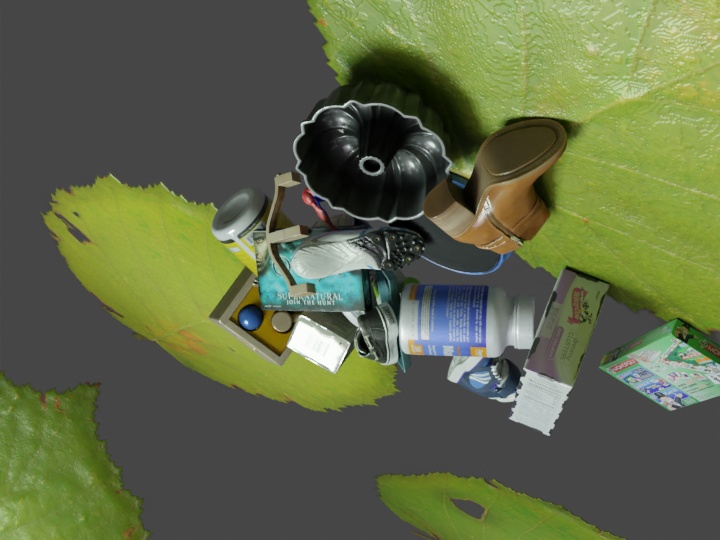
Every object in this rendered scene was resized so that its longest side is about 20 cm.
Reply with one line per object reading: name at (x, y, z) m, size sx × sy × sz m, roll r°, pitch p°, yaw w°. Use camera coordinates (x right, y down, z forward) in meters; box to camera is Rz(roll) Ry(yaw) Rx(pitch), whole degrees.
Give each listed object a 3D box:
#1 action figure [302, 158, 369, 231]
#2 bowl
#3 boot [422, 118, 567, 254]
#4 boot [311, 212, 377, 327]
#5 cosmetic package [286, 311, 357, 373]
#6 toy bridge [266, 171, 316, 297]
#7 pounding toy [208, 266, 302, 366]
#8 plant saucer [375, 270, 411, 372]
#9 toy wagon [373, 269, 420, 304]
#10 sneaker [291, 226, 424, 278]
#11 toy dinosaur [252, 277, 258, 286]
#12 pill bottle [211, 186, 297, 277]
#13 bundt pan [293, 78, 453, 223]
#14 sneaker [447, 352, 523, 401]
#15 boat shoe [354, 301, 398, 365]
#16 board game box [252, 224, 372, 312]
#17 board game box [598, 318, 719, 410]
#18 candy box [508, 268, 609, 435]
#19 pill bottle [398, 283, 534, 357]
action figure at (-0.018, -0.113, 1.230) m, size 0.099 × 0.065 × 0.200 m, roll 45°, pitch 153°, yaw -15°
bowl at (0.123, -0.064, 1.195) m, size 0.200 × 0.039 × 0.201 m, roll 25°, pitch 156°, yaw 12°
boot at (0.193, -0.090, 1.013) m, size 0.200 × 0.077 × 0.155 m, roll -39°, pitch 138°, yaw 27°
boot at (0.000, 0.000, 1.356) m, size 0.095 × 0.074 × 0.200 m, roll -15°, pitch 109°, yaw 38°
cosmetic package at (-0.045, 0.096, 1.512) m, size 0.105 × 0.200 × 0.071 m, roll 29°, pitch 114°, yaw 8°
toy bridge at (-0.115, -0.056, 1.315) m, size 0.067 × 0.201 × 0.027 m, roll -14°, pitch 169°, yaw 29°
pounding toy at (-0.155, 0.081, 1.658) m, size 0.200 × 0.184 × 0.142 m, roll 39°, pitch 167°, yaw -17°
plant saucer at (0.053, 0.071, 1.346) m, size 0.070 × 0.019 × 0.200 m, roll -123°, pitch 18°, yaw -51°
toy wagon at (0.025, 0.027, 1.430) m, size 0.200 × 0.040 × 0.155 m, roll 49°, pitch 138°, yaw 17°
sneaker at (-0.004, -0.034, 1.235) m, size 0.199 × 0.073 × 0.072 m, roll -7°, pitch 118°, yaw 12°
toy dinosaur at (-0.078, 0.018, 1.418) m, size 0.199 × 0.058 × 0.101 m, roll 16°, pitch 121°, yaw 5°
pill bottle at (-0.157, -0.043, 1.470) m, size 0.112 × 0.113 × 0.200 m, roll 1°, pitch 143°, yaw 48°
bundt pan at (0.022, -0.154, 1.046) m, size 0.201 × 0.076 × 0.202 m, roll 10°, pitch 141°, yaw 8°
sneaker at (0.246, 0.169, 1.476) m, size 0.146 × 0.081 × 0.200 m, roll 21°, pitch 151°, yaw -1°
boat shoe at (0.021, 0.106, 1.341) m, size 0.200 × 0.063 × 0.071 m, roll 85°, pitch 163°, yaw -65°
board game box at (-0.079, -0.003, 1.340) m, size 0.199 × 0.028 × 0.136 m, roll -1°, pitch 101°, yaw 29°
board game box at (0.456, 0.143, 1.224) m, size 0.134 × 0.029 × 0.200 m, roll 32°, pitch 156°, yaw -1°
candy box at (0.283, 0.121, 1.209) m, size 0.071 × 0.168 × 0.200 m, roll 21°, pitch 154°, yaw 15°
pill bottle at (0.165, 0.076, 1.286) m, size 0.199 × 0.112 × 0.112 m, roll 1°, pitch 148°, yaw 13°
